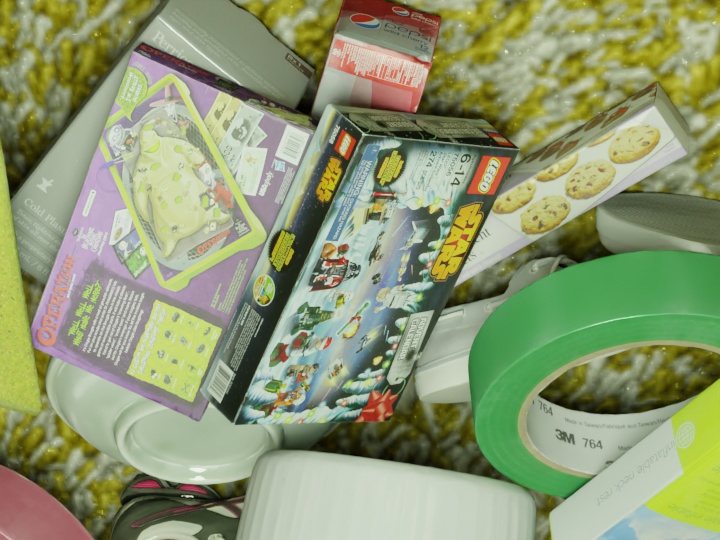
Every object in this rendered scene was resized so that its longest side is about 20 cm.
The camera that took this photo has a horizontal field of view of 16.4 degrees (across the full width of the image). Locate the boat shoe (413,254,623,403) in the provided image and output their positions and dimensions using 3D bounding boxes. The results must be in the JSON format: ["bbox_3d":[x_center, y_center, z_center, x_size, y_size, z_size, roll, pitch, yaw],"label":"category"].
[{"bbox_3d":[0.113,0.027,1.553,0.072,0.069,0.200,6,158,-43],"label":"boat shoe"}]

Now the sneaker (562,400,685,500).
[{"bbox_3d":[0.199,0.121,1.616,0.199,0.078,0.080,8,105,-4],"label":"sneaker"}]

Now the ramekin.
[{"bbox_3d":[0.016,0.172,1.557,0.199,0.200,0.098,9,82,4],"label":"ramekin"}]

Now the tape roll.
[{"bbox_3d":[0.165,0.066,1.490,0.199,0.048,0.201,-3,143,-2],"label":"tape roll"}]

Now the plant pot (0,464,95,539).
[{"bbox_3d":[-0.283,0.252,1.659,0.199,0.179,0.201,16,130,21],"label":"plant pot"}]

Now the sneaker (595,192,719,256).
[{"bbox_3d":[0.233,0.024,1.547,0.199,0.074,0.116,13,117,1],"label":"sneaker"}]

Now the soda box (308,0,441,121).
[{"bbox_3d":[-0.008,-0.065,1.538,0.063,0.070,0.201,17,120,-2],"label":"soda box"}]

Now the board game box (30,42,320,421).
[{"bbox_3d":[-0.113,-0.021,1.489,0.120,0.032,0.201,23,111,-2],"label":"board game box"}]

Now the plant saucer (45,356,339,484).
[{"bbox_3d":[-0.103,0.091,1.598,0.199,0.050,0.200,1,146,0],"label":"plant saucer"}]

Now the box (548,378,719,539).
[{"bbox_3d":[0.209,0.143,1.516,0.122,0.048,0.200,20,135,-30],"label":"box"}]

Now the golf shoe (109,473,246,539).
[{"bbox_3d":[-0.070,0.181,1.672,0.199,0.088,0.078,-5,116,10],"label":"golf shoe"}]

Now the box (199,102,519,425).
[{"bbox_3d":[0.000,0.000,1.497,0.040,0.137,0.201,41,117,37],"label":"box"}]

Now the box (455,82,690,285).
[{"bbox_3d":[0.110,-0.047,1.547,0.199,0.039,0.042,-29,108,22],"label":"box"}]

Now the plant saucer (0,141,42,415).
[{"bbox_3d":[-0.275,-0.024,1.541,0.048,0.200,0.201,-22,122,-29],"label":"plant saucer"}]

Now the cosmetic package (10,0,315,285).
[{"bbox_3d":[-0.130,-0.073,1.545,0.107,0.090,0.200,36,121,-8],"label":"cosmetic package"}]
